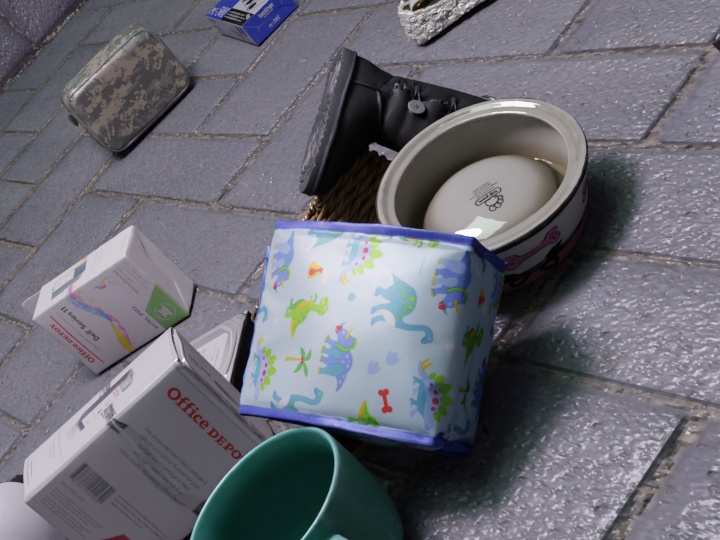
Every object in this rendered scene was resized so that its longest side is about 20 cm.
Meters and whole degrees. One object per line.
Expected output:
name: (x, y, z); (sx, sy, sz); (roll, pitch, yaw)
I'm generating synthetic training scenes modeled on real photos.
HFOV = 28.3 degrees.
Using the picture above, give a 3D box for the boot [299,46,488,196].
boot: (0.052, -0.116, 1.393); (0.066, 0.199, 0.166); (136, 153, -63)

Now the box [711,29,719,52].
box: (0.402, -0.279, 1.227); (0.201, 0.050, 0.158); (-57, 11, -25)

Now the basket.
basket: (0.000, 0.000, 1.430); (0.201, 0.148, 0.143); (-61, -2, -31)

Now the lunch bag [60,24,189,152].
lunch bag: (-0.392, -0.306, 2.344); (0.200, 0.139, 0.168); (-46, 27, -6)

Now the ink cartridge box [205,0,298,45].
ink cartridge box: (-0.179, -0.422, 2.318); (0.094, 0.044, 0.200); (-45, 26, -7)

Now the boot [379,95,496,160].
boot: (0.062, -0.122, 1.529); (0.199, 0.070, 0.132); (0, 46, 40)

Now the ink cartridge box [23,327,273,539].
ink cartridge box: (-0.200, 0.177, 1.358); (0.200, 0.146, 0.085); (-41, 25, 5)

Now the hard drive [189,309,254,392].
hard drive: (-0.195, 0.137, 1.534); (0.199, 0.038, 0.140); (-31, 29, 27)

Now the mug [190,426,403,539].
mug: (-0.040, 0.224, 1.098); (0.152, 0.114, 0.185); (-35, 28, 15)

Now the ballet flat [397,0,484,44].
ballet flat: (0.129, -0.355, 1.762); (0.199, 0.072, 0.072); (-35, 28, 17)

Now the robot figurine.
robot figurine: (-0.394, 0.289, 1.501); (0.199, 0.124, 0.152); (-15, 73, 44)

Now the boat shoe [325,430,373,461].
boat shoe: (0.011, 0.074, 1.267); (0.072, 0.072, 0.201); (20, 64, 24)

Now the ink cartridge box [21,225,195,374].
ink cartridge box: (-0.315, 0.047, 1.743); (0.199, 0.117, 0.068); (-32, 31, 23)

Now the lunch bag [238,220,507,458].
lunch bag: (0.004, 0.052, 1.163); (0.199, 0.127, 0.171); (7, 80, 22)

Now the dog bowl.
dog bowl: (0.117, -0.062, 1.288); (0.199, 0.074, 0.201); (-16, 42, 15)
